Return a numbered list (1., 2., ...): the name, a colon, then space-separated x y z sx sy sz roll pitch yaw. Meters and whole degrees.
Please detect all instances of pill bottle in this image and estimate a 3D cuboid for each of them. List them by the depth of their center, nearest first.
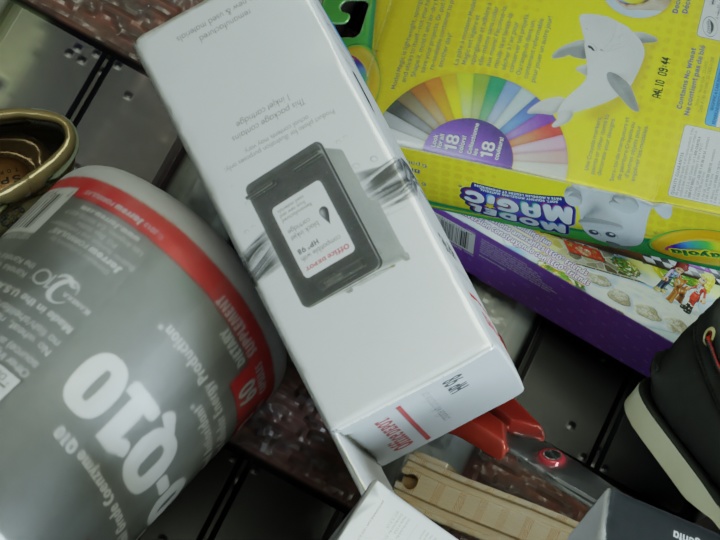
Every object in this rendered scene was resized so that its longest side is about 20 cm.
1. pill bottle: -0.129 0.067 1.079 0.114 0.114 0.200 41 64 4

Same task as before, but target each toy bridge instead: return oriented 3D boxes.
1. toy bridge: 0.098 0.115 1.103 0.199 0.067 0.027 24 82 24

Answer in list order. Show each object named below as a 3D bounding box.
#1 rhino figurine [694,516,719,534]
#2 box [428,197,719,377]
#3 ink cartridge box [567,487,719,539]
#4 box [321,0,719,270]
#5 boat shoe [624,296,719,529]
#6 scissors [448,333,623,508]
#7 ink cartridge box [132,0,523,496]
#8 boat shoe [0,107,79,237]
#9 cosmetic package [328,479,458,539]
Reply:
1. rhino figurine: 0.198 0.116 1.177 0.199 0.060 0.088 -20 69 -24
2. box: 0.140 -0.020 1.204 0.199 0.039 0.137 31 63 15
3. ink cartridge box: 0.105 0.166 0.950 0.094 0.037 0.201 23 44 -11
4. box: 0.078 -0.073 1.183 0.199 0.048 0.118 14 60 7
5. boat shoe: 0.175 0.092 1.078 0.073 0.063 0.202 5 40 -49
6. scissors: 0.058 0.070 1.126 0.073 0.014 0.200 -9 35 -29
7. ink cartridge box: 0.000 0.000 1.079 0.066 0.116 0.201 -28 78 3
8. boat shoe: -0.203 -0.023 1.124 0.199 0.063 0.074 -19 75 -21
9. cosmetic package: 0.001 0.144 1.035 0.082 0.200 0.051 33 63 0
